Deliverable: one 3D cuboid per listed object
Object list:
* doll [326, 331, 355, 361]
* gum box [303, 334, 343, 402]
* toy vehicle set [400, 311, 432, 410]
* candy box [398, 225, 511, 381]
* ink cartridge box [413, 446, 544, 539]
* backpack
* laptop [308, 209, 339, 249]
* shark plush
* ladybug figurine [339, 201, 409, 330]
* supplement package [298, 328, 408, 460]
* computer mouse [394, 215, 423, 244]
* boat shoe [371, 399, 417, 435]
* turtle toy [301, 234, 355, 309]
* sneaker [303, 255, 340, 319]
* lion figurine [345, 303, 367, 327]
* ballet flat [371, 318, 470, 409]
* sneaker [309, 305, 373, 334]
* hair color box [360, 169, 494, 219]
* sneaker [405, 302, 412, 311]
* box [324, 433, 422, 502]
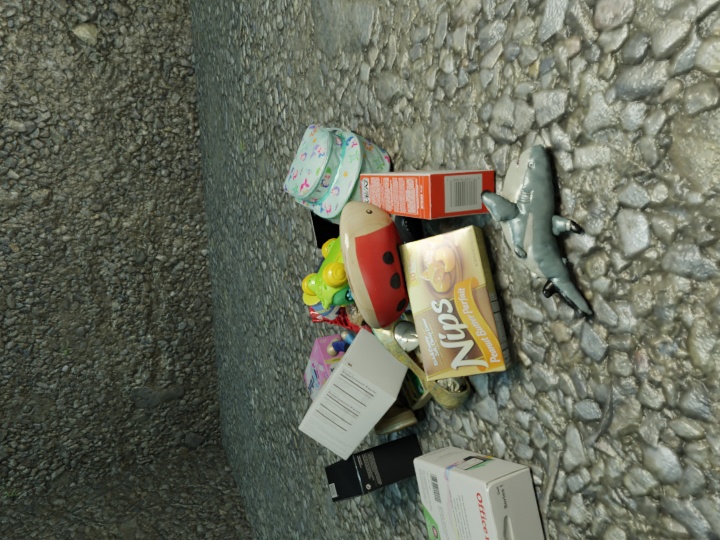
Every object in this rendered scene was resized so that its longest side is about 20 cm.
[{"bbox_3d":[0.004,0.174,1.061,0.136,0.049,0.200,42,159,-15],"label":"doll"},{"bbox_3d":[-0.085,0.268,1.320,0.201,0.066,0.114,110,143,-47],"label":"gum box"},{"bbox_3d":[0.088,0.142,0.965,0.201,0.026,0.125,66,151,30],"label":"toy vehicle set"},{"bbox_3d":[0.134,0.048,0.742,0.115,0.055,0.202,-14,84,27],"label":"candy box"},{"bbox_3d":[0.175,0.362,0.787,0.200,0.083,0.146,-22,79,65],"label":"ink cartridge box"},{"bbox_3d":[-0.042,-0.179,0.986,0.200,0.150,0.179,35,104,48],"label":"backpack"},{"bbox_3d":[-0.102,-0.119,1.190,0.200,0.103,0.179,-24,76,64],"label":"laptop"},{"bbox_3d":[0.213,-0.042,0.604,0.083,0.091,0.201,-28,64,31],"label":"shark plush"},{"bbox_3d":[0.027,-0.008,0.770,0.136,0.071,0.202,-49,-53,-65],"label":"ladybug figurine"},{"bbox_3d":[-0.011,0.226,0.944,0.109,0.114,0.201,32,125,1],"label":"supplement package"},{"bbox_3d":[0.090,-0.017,0.902,0.059,0.034,0.202,-22,79,63],"label":"computer mouse"},{"bbox_3d":[0.050,0.282,1.030,0.200,0.073,0.070,140,117,-66],"label":"boat shoe"},{"bbox_3d":[-0.009,-0.016,0.890,0.201,0.101,0.146,-61,16,-21],"label":"turtle toy"},{"bbox_3d":[-0.043,0.012,1.067,0.074,0.201,0.082,-3,136,44],"label":"sneaker"},{"bbox_3d":[0.000,0.000,0.992,0.072,0.122,0.202,-7,100,21],"label":"lion figurine"},{"bbox_3d":[0.101,0.134,0.837,0.200,0.071,0.071,48,147,7],"label":"ballet flat"},{"bbox_3d":[-0.043,0.105,1.091,0.200,0.115,0.079,-151,53,-73],"label":"sneaker"},{"bbox_3d":[0.092,-0.117,0.775,0.200,0.110,0.065,23,118,62],"label":"hair color box"},{"bbox_3d":[0.086,0.045,0.852,0.200,0.075,0.089,-42,72,47],"label":"sneaker"},{"bbox_3d":[0.025,0.402,1.052,0.200,0.140,0.079,127,131,-56],"label":"box"}]
